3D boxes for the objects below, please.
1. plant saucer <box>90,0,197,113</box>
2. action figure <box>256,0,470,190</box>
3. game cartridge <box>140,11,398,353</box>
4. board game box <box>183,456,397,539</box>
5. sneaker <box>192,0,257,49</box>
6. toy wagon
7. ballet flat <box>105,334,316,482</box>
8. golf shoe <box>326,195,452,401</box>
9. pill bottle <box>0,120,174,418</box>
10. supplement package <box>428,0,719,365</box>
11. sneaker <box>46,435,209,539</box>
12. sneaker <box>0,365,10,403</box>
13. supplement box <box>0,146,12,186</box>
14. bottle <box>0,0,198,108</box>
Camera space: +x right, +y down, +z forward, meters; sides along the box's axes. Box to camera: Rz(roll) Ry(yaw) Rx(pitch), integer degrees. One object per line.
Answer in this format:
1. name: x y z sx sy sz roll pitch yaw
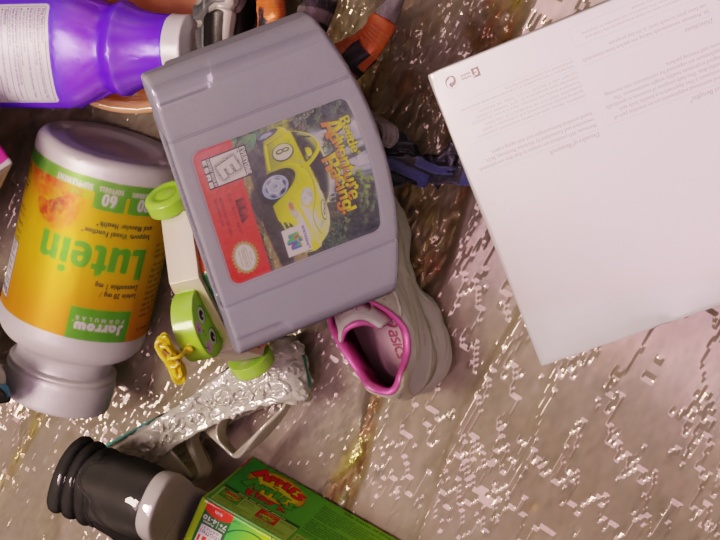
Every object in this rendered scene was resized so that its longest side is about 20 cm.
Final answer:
1. plant saucer: -0.165 -0.216 1.329 0.199 0.037 0.201 4 103 16
2. action figure: -0.014 -0.116 1.239 0.199 0.105 0.194 11 110 -24
3. game cartridge: -0.048 -0.056 1.173 0.133 0.041 0.201 -24 117 -13
4. board game box: -0.021 0.217 1.339 0.199 0.102 0.048 28 108 10
5. sneaker: -0.052 -0.225 1.251 0.115 0.075 0.201 1 95 -17
6. toy wagon: -0.097 0.001 1.262 0.039 0.200 0.156 -14 123 18
7. ballet flat: -0.116 0.118 1.361 0.200 0.072 0.072 -34 90 22
8. golf shoe: 0.000 0.000 1.293 0.075 0.091 0.201 -27 91 22
9. pill bottle: -0.202 0.001 1.346 0.111 0.111 0.201 19 107 13
10. supplement package: 0.179 -0.075 1.189 0.190 0.147 0.201 -20 95 20
11. sneaker: -0.168 0.171 1.342 0.099 0.200 0.071 22 73 14
12. sneaker: -0.306 0.056 1.364 0.075 0.200 0.087 1 92 -22
13. supplement box: -0.333 -0.060 1.325 0.103 0.200 0.101 -36 89 -24
14. bottle: -0.211 -0.157 1.301 0.199 0.065 0.084 1 106 17
